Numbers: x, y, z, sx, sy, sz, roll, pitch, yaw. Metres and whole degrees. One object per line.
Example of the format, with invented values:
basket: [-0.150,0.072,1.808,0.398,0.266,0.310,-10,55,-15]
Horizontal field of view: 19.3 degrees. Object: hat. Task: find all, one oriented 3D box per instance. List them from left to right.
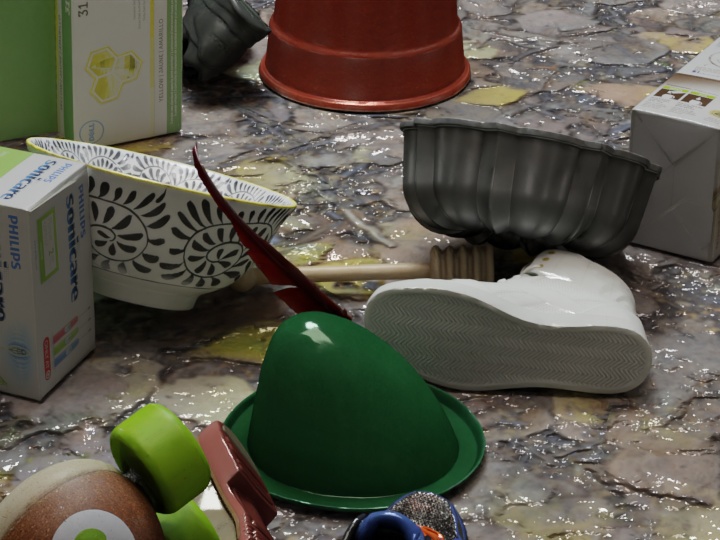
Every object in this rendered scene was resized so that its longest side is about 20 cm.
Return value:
hat: [-0.016,0.035,1.346,0.198,0.177,0.166,2,27,2]

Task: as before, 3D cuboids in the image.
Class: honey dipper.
honey dipper: [0.000,0.000,1.573,0.198,0.038,0.038,0,27,0]

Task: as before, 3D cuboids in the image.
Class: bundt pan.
bundt pan: [0.119,-0.055,1.574,0.200,0.076,0.202,11,-4,1]

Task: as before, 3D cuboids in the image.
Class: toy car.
toy car: [-0.104,0.202,1.072,0.164,0.158,0.200,-36,59,-23]

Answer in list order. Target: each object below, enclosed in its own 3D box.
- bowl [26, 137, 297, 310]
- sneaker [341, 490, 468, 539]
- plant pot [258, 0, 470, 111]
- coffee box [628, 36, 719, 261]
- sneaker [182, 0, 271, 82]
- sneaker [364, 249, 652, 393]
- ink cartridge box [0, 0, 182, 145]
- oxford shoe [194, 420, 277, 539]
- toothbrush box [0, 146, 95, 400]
bowl: [-0.153,-0.028,1.529,0.199,0.095,0.201,14,6,-2]
sneaker: [0.022,0.167,1.189,0.075,0.079,0.200,12,20,11]
plant pot: [0.005,-0.273,1.932,0.199,0.197,0.201,0,27,0]
coffee box: [0.288,-0.103,1.700,0.079,0.115,0.200,15,31,26]
sneaker: [-0.144,-0.220,1.953,0.091,0.076,0.200,-46,12,1]
sneaker: [0.101,0.030,1.489,0.198,0.074,0.116,10,25,-3]
ink cartridge box: [-0.248,-0.172,1.777,0.199,0.146,0.048,-14,35,-27]
oxford shoe: [-0.079,0.174,1.222,0.074,0.071,0.200,-32,35,5]
toothbrush box: [-0.290,-0.011,1.462,0.199,0.147,0.086,12,29,18]
